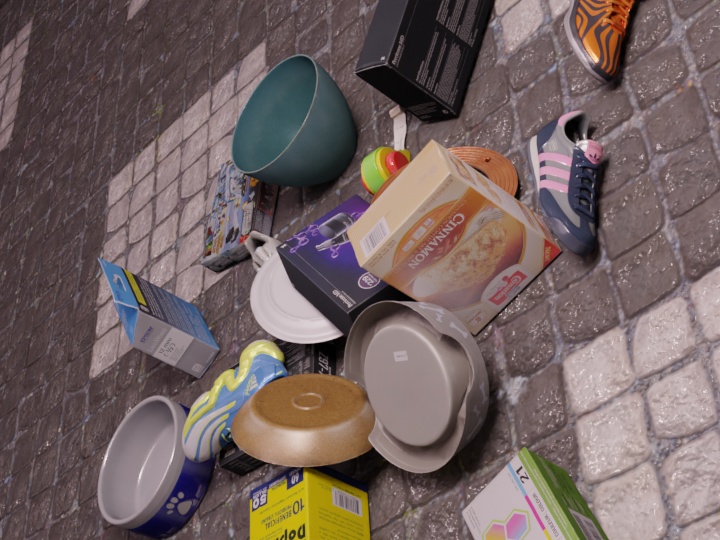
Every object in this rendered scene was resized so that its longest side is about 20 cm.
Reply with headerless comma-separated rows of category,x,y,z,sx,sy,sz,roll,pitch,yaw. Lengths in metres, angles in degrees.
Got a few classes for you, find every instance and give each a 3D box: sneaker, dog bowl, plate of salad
sneaker,-0.118,0.009,1.785,0.075,0.087,0.200,-53,36,5
dog bowl,0.067,0.129,1.408,0.199,0.058,0.202,16,112,44
dog bowl,-0.307,0.296,1.827,0.199,0.078,0.202,-31,43,35
sneaker,-0.167,0.191,1.647,0.201,0.075,0.105,-56,35,6
sneaker,0.249,-0.108,1.413,0.082,0.070,0.201,-40,41,31
plate of salad,-0.055,0.026,1.682,0.198,0.048,0.202,-9,48,10
sneaker,0.312,-0.328,1.485,0.112,0.077,0.202,-31,44,37

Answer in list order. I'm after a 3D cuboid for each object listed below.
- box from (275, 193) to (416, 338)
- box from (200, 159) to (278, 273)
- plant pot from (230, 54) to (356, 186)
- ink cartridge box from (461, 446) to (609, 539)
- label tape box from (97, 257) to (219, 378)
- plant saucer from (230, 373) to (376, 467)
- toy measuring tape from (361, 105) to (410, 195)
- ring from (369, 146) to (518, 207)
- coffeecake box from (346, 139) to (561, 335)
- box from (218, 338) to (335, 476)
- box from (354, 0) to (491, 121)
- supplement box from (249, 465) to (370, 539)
box,0.000,0.000,1.583,0.141,0.079,0.200,-36,39,-13
box,-0.193,-0.108,2.007,0.136,0.040,0.202,-23,49,43
plant pot,-0.085,-0.207,1.855,0.199,0.134,0.202,-31,44,35
ink cartridge box,0.151,0.307,1.232,0.200,0.075,0.148,-48,36,15
label tape box,-0.332,0.075,1.910,0.066,0.199,0.143,-54,35,10
plant saucer,-0.063,0.176,1.512,0.200,0.198,0.036,36,133,55
toy measuring tape,0.035,-0.169,1.732,0.073,0.073,0.202,-29,45,37
ring,0.106,-0.090,1.559,0.198,0.019,0.202,-14,40,11
coffeecake box,0.110,-0.034,1.422,0.154,0.199,0.073,-46,36,20
box,-0.117,0.177,1.699,0.199,0.043,0.162,-33,43,34
box,0.091,-0.335,1.704,0.078,0.141,0.202,-3,63,50
supplement box,-0.059,0.346,1.445,0.109,0.109,0.202,-35,42,32
